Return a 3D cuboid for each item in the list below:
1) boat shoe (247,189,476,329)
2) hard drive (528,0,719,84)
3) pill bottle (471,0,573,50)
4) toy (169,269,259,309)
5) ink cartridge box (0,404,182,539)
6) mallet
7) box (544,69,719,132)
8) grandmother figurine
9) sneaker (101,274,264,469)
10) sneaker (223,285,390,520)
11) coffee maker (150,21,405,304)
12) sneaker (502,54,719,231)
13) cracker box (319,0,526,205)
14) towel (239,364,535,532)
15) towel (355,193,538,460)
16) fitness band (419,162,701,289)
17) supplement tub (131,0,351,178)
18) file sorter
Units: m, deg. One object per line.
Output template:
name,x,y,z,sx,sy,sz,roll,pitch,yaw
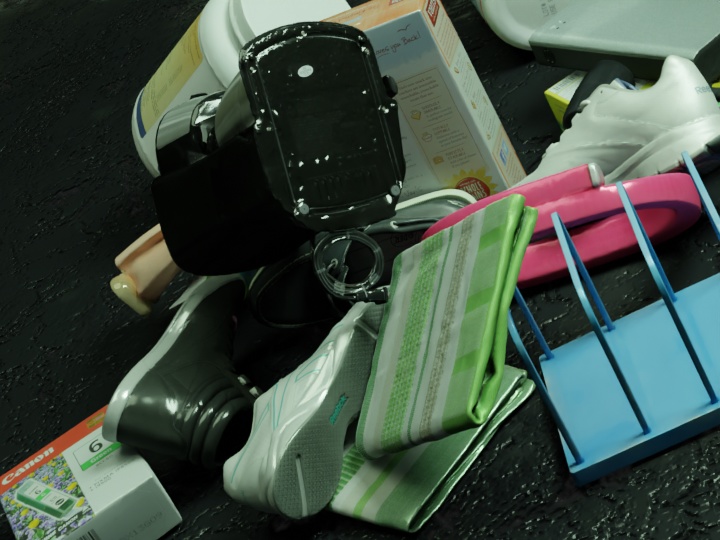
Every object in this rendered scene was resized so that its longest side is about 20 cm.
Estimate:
boat shoe,0.001,0.002,1.487,0.198,0.075,0.066,-18,22,11
hard drive,0.245,-0.201,1.538,0.139,0.033,0.199,-39,28,-21
pill bottle,0.141,-0.283,1.787,0.108,0.109,0.200,-28,27,3
toy,-0.073,-0.028,1.628,0.115,0.047,0.200,-29,13,32
ink cartridge box,-0.214,0.159,1.461,0.109,0.051,0.200,-34,28,-7
mallet,0.244,-0.134,1.421,0.198,0.041,0.066,-8,38,31
box,0.239,-0.129,1.505,0.117,0.049,0.200,-34,25,-8
grandmother figurine,-0.122,-0.048,1.594,0.200,0.060,0.121,-45,17,16
sneaker,-0.106,0.079,1.459,0.098,0.071,0.200,24,39,9
sneaker,-0.029,0.083,1.341,0.080,0.071,0.201,-2,41,45
coffee maker,-0.066,-0.058,1.393,0.200,0.134,0.194,152,127,-61
sneaker,0.178,-0.085,1.405,0.199,0.088,0.074,-26,-15,32
cracker box,0.033,-0.108,1.502,0.133,0.201,0.058,-17,29,22
towel,0.010,0.111,1.355,0.199,0.023,0.153,7,46,47
towel,0.054,0.042,1.238,0.200,0.030,0.151,153,131,-68
fitness band,0.137,-0.029,1.352,0.198,0.143,0.038,-18,74,21
supplement tub,-0.099,-0.160,1.707,0.200,0.144,0.145,-44,12,43
file sorter,0.193,0.014,1.227,0.199,0.123,0.139,-25,28,9
